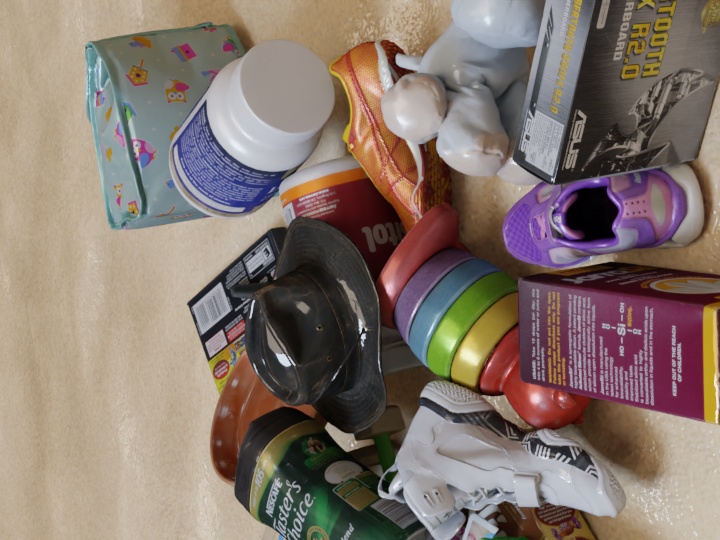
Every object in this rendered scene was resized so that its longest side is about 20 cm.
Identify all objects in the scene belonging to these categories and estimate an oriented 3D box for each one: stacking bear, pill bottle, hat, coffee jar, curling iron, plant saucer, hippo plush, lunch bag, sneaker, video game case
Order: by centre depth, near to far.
[{"bbox_3d":[0.173,-0.043,1.236,0.200,0.088,0.081,-11,91,54],"label":"sneaker"},{"bbox_3d":[0.119,-0.175,1.245,0.159,0.200,0.161,25,115,-3],"label":"hippo plush"},{"bbox_3d":[0.112,0.178,1.273,0.199,0.115,0.075,26,161,27],"label":"sneaker"},{"bbox_3d":[0.114,0.056,1.320,0.200,0.114,0.122,39,168,27],"label":"stacking bear"},{"bbox_3d":[-0.026,0.210,1.374,0.200,0.085,0.105,35,130,34],"label":"coffee jar"},{"bbox_3d":[-0.057,0.057,1.375,0.200,0.081,0.202,33,130,50],"label":"hat"},{"bbox_3d":[0.030,-0.106,1.400,0.077,0.073,0.201,-17,91,28],"label":"sneaker"},{"bbox_3d":[0.000,0.000,1.452,0.113,0.113,0.201,-22,81,52],"label":"pill bottle"},{"bbox_3d":[-0.102,-0.133,1.467,0.200,0.115,0.116,-39,67,61],"label":"pill bottle"},{"bbox_3d":[-0.078,0.126,1.544,0.200,0.032,0.201,-38,36,34],"label":"plant saucer"},{"bbox_3d":[-0.073,0.013,1.591,0.200,0.025,0.050,-13,65,53],"label":"curling iron"},{"bbox_3d":[-0.191,-0.154,1.616,0.122,0.169,0.201,-20,82,64],"label":"lunch bag"},{"bbox_3d":[-0.107,0.077,1.682,0.200,0.025,0.182,-38,68,48],"label":"video game case"}]

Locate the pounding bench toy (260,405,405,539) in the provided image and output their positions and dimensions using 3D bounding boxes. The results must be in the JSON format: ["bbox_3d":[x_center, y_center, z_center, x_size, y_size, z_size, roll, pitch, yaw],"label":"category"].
[{"bbox_3d":[0.017,0.246,1.476,0.156,0.124,0.201,51,134,32],"label":"pounding bench toy"}]

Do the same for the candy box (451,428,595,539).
[{"bbox_3d":[0.151,0.255,1.359,0.201,0.056,0.117,60,138,22],"label":"candy box"}]

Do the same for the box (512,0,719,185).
[{"bbox_3d":[0.198,-0.168,1.114,0.048,0.158,0.201,37,126,43],"label":"box"}]

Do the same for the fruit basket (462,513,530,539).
[{"bbox_3d":[0.117,0.330,1.279,0.185,0.093,0.201,31,100,44],"label":"fruit basket"}]

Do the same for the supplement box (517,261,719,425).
[{"bbox_3d":[0.225,0.049,1.170,0.199,0.110,0.086,9,105,51],"label":"supplement box"}]
